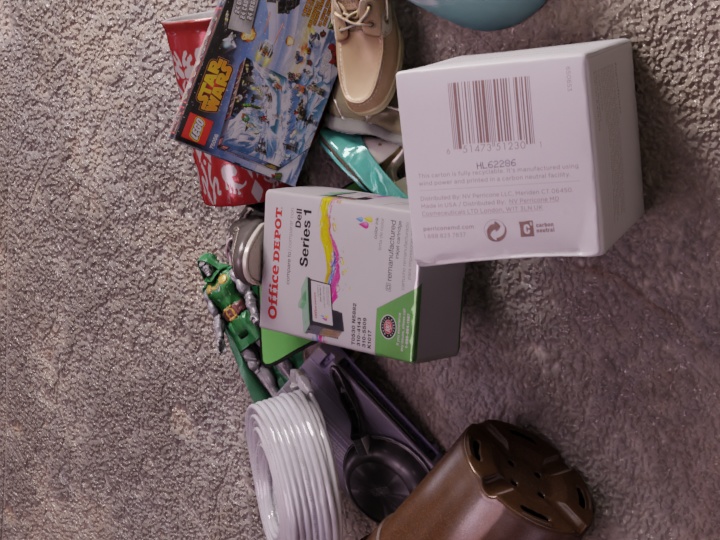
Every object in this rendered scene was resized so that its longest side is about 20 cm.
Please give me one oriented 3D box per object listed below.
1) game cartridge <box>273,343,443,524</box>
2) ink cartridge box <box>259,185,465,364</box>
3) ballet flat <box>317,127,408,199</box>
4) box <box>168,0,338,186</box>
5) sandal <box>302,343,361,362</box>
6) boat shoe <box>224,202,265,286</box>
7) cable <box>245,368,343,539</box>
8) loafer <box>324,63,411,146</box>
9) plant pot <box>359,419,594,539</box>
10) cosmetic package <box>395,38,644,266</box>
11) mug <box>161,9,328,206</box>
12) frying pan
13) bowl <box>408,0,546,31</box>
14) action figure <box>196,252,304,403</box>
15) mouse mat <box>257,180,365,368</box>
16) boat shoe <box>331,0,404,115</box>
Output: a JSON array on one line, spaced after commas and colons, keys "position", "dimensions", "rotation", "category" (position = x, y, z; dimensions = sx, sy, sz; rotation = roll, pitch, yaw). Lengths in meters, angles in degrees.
[{"position": [-0.001, 0.182, 1.588], "dimensions": [0.200, 0.038, 0.130], "rotation": [46, 134, 5], "category": "game cartridge"}, {"position": [0.000, 0.000, 1.433], "dimensions": [0.199, 0.084, 0.146], "rotation": [11, 101, 38], "category": "ink cartridge box"}, {"position": [0.039, -0.090, 1.491], "dimensions": [0.070, 0.067, 0.200], "rotation": [-45, 71, 13], "category": "ballet flat"}, {"position": [-0.096, -0.202, 1.476], "dimensions": [0.201, 0.136, 0.040], "rotation": [-68, 19, 2], "category": "box"}, {"position": [-0.015, 0.044, 1.569], "dimensions": [0.080, 0.054, 0.201], "rotation": [44, 122, 22], "category": "sandal"}, {"position": [-0.113, -0.031, 1.528], "dimensions": [0.057, 0.200, 0.067], "rotation": [1, 108, 12], "category": "boat shoe"}, {"position": [-0.068, 0.228, 1.527], "dimensions": [0.200, 0.069, 0.201], "rotation": [-119, 24, -56], "category": "cable"}, {"position": [0.039, -0.168, 1.451], "dimensions": [0.199, 0.075, 0.070], "rotation": [11, 113, 39], "category": "loafer"}, {"position": [0.117, 0.268, 1.441], "dimensions": [0.200, 0.200, 0.199], "rotation": [44, 118, 23], "category": "plant pot"}, {"position": [0.145, -0.107, 1.268], "dimensions": [0.166, 0.200, 0.168], "rotation": [-3, 101, 22], "category": "cosmetic package"}, {"position": [-0.117, -0.176, 1.551], "dimensions": [0.177, 0.133, 0.202], "rotation": [5, 108, 42], "category": "mug"}, {"position": [0.023, 0.196, 1.543], "dimensions": [0.114, 0.031, 0.191], "rotation": [7, 120, 29], "category": "frying pan"}, {"position": [0.086, -0.320, 1.350], "dimensions": [0.200, 0.105, 0.202], "rotation": [12, 109, 39], "category": "bowl"}, {"position": [-0.130, 0.066, 1.675], "dimensions": [0.118, 0.055, 0.201], "rotation": [-37, 80, 28], "category": "action figure"}, {"position": [-0.050, 0.003, 1.575], "dimensions": [0.200, 0.007, 0.162], "rotation": [-30, 55, 43], "category": "mouse mat"}, {"position": [-0.002, -0.253, 1.426], "dimensions": [0.071, 0.064, 0.202], "rotation": [-5, 80, 27], "category": "boat shoe"}]
